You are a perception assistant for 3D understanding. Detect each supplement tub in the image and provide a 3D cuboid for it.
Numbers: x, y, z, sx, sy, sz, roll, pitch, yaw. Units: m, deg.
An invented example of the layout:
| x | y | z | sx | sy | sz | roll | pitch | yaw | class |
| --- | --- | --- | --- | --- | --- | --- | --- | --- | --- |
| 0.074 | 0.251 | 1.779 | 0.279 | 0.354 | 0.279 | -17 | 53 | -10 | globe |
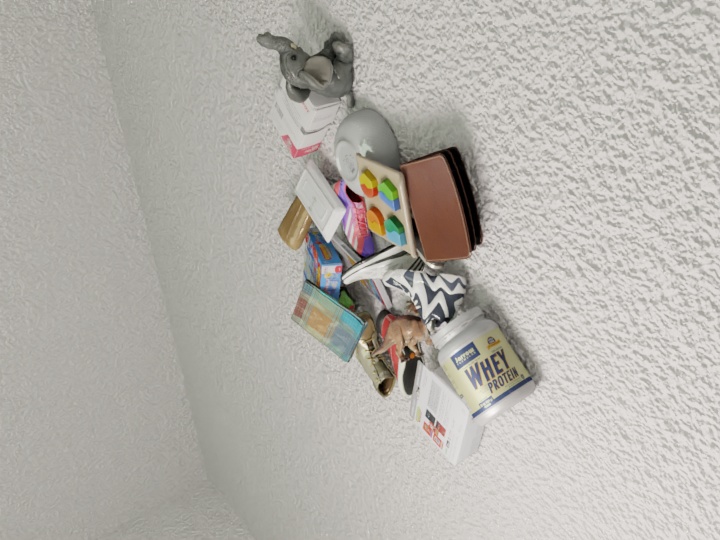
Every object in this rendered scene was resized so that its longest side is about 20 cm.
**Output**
| x | y | z | sx | sy | sz | roll | pitch | yaw | class |
| --- | --- | --- | --- | --- | --- | --- | --- | --- | --- |
| 0.245 | 0.192 | 1.413 | 0.202 | 0.143 | 0.146 | 58 | 148 | 15 | supplement tub |

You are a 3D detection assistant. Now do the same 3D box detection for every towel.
| x | y | z | sx | sy | sz | roll | pitch | yaw | class |
| --- | --- | --- | --- | --- | --- | --- | --- | --- | --- |
| -0.085 | 0.131 | 1.789 | 0.198 | 0.022 | 0.149 | 35 | 126 | 14 | towel |

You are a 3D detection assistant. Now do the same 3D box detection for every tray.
| x | y | z | sx | sy | sz | roll | pitch | yaw | class |
| --- | --- | --- | --- | --- | --- | --- | --- | --- | --- |
| -0.109 | -0.176 | 1.736 | 0.202 | 0.022 | 0.108 | 56 | 131 | 33 | tray |

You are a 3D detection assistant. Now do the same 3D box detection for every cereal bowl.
| x | y | z | sx | sy | sz | roll | pitch | yaw | class |
| --- | --- | --- | --- | --- | --- | --- | --- | --- | --- |
| 0.000 | -0.258 | 1.582 | 0.199 | 0.082 | 0.204 | 35 | 136 | 43 | cereal bowl |

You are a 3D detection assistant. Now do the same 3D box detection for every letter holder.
| x | y | z | sx | sy | sz | roll | pitch | yaw | class |
| --- | --- | --- | --- | --- | --- | --- | --- | --- | --- |
| 0.179 | -0.132 | 1.360 | 0.141 | 0.099 | 0.205 | -4 | 106 | 56 | letter holder |

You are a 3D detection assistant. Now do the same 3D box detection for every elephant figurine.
| x | y | z | sx | sy | sz | roll | pitch | yaw | class |
| --- | --- | --- | --- | --- | --- | --- | --- | --- | --- |
| -0.118 | -0.439 | 1.538 | 0.156 | 0.197 | 0.143 | 49 | 145 | 27 | elephant figurine |

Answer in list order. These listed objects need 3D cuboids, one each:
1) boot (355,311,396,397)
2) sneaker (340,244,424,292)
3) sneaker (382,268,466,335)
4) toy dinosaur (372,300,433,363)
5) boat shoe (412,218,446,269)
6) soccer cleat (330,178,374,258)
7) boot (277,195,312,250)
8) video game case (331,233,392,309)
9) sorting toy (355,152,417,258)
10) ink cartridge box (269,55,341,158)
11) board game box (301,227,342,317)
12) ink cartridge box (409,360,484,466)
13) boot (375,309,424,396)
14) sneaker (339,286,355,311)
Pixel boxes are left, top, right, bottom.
| x | y | z | sx | sy | sz | roll | pitch | yaw | class |
| --- | --- | --- | --- | --- | --- | --- | --- | --- | --- |
| 0.035 | 0.218 | 1.804 | 0.203 | 0.071 | 0.156 | 83 | 161 | -44 | boot |
| 0.055 | 0.015 | 1.600 | 0.197 | 0.076 | 0.117 | -25 | 94 | 18 | sneaker |
| 0.129 | 0.070 | 1.501 | 0.194 | 0.079 | 0.133 | 6 | 85 | 24 | sneaker |
| 0.111 | 0.130 | 1.606 | 0.196 | 0.085 | 0.139 | -21 | 88 | 24 | toy dinosaur |
| 0.124 | -0.084 | 1.519 | 0.200 | 0.066 | 0.058 | 46 | 127 | 33 | boat shoe |
| -0.010 | -0.128 | 1.702 | 0.073 | 0.067 | 0.204 | -24 | 88 | 51 | soccer cleat |
| -0.132 | -0.136 | 1.828 | 0.202 | 0.065 | 0.176 | -60 | 43 | 27 | boot |
| 0.000 | 0.000 | 1.753 | 0.200 | 0.017 | 0.144 | 46 | 169 | 34 | video game case |
| 0.048 | -0.136 | 1.466 | 0.200 | 0.036 | 0.189 | 40 | 148 | 53 | sorting toy |
| -0.140 | -0.400 | 1.715 | 0.148 | 0.084 | 0.200 | 60 | 151 | 13 | ink cartridge box |
| -0.107 | 0.020 | 1.874 | 0.197 | 0.054 | 0.204 | -118 | 30 | -55 | board game box |
| 0.205 | 0.312 | 1.616 | 0.175 | 0.083 | 0.204 | 42 | 141 | 36 | ink cartridge box |
| 0.092 | 0.203 | 1.753 | 0.144 | 0.071 | 0.205 | 27 | 130 | 56 | boot |
| -0.053 | 0.118 | 1.939 | 0.202 | 0.075 | 0.085 | 110 | 155 | -51 | sneaker |
